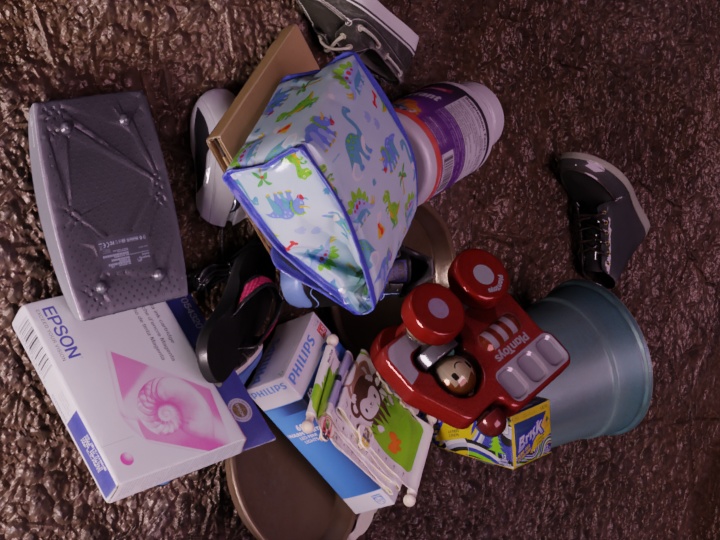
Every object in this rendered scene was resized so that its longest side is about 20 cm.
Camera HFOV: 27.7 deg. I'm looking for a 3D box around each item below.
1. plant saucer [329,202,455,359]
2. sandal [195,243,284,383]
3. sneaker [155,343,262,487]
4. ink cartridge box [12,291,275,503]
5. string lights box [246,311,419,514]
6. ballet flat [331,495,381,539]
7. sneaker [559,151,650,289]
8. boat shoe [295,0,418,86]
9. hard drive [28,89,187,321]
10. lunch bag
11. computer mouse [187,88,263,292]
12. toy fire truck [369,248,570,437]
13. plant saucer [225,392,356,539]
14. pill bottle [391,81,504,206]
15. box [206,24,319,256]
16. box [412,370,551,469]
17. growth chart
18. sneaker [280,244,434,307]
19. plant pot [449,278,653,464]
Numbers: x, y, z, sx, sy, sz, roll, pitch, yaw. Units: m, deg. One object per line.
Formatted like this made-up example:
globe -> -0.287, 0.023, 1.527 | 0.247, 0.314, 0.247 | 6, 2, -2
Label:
plant saucer -> 0.033, 0.013, 1.653 | 0.199, 0.029, 0.201 | -8, 101, -42
sandal -> -0.107, 0.042, 1.426 | 0.200, 0.045, 0.075 | -67, 144, -56
sneaker -> -0.167, 0.136, 1.470 | 0.200, 0.078, 0.089 | -49, 149, -34
ink cartridge box -> -0.195, 0.098, 1.367 | 0.199, 0.043, 0.197 | -17, 66, -40
string lights box -> -0.028, 0.154, 1.560 | 0.200, 0.059, 0.103 | 51, 40, -25
ballet flat -> -0.043, 0.294, 1.606 | 0.200, 0.072, 0.072 | -40, 122, -32
sneaker -> 0.306, -0.063, 1.880 | 0.200, 0.075, 0.107 | 43, 65, -40
boat shoe -> -0.010, -0.257, 1.550 | 0.200, 0.070, 0.064 | 26, 77, -45
hard drive -> -0.238, -0.061, 1.356 | 0.134, 0.042, 0.201 | -14, 93, -42
lunch bag -> -0.021, -0.081, 1.437 | 0.200, 0.127, 0.170 | 52, 41, -27
computer mouse -> -0.133, -0.083, 1.476 | 0.109, 0.044, 0.201 | -14, 106, -43
toy fire truck -> 0.117, 0.088, 1.552 | 0.168, 0.112, 0.200 | 46, 49, 10
plant saucer -> -0.075, 0.212, 1.546 | 0.200, 0.029, 0.201 | 27, 54, -44
pill bottle -> 0.078, -0.145, 1.614 | 0.200, 0.111, 0.112 | -33, 119, -51
box -> -0.075, -0.130, 1.499 | 0.164, 0.021, 0.200 | 62, 37, -32
box -> 0.119, 0.165, 1.650 | 0.070, 0.199, 0.065 | -17, 109, -40
growth chart -> 0.013, 0.156, 1.548 | 0.200, 0.018, 0.145 | 42, 43, -34
sneaker -> 0.000, 0.000, 1.510 | 0.200, 0.078, 0.071 | -9, 94, -56
plant pot -> 0.211, 0.133, 1.754 | 0.195, 0.200, 0.201 | -18, 109, -32
